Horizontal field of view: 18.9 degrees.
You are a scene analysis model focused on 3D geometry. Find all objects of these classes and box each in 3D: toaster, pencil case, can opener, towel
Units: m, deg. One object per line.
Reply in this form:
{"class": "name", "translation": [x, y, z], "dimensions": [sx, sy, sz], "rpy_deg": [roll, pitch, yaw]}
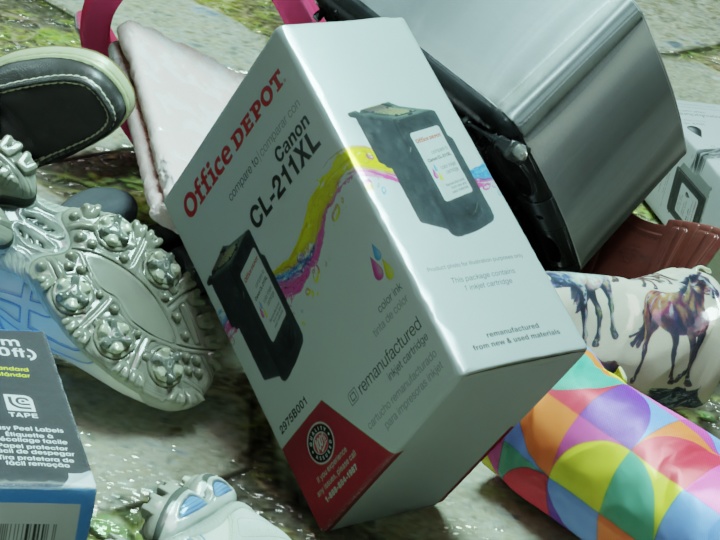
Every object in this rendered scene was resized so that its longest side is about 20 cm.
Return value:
{"class": "toaster", "translation": [0.086, -0.107, 1.255], "dimensions": [0.119, 0.181, 0.200], "rpy_deg": [-44, 56, -7]}
{"class": "pencil case", "translation": [0.104, 0.032, 1.180], "dimensions": [0.198, 0.090, 0.078], "rpy_deg": [3, -12, -20]}
{"class": "pencil case", "translation": [0.147, 0.106, 1.057], "dimensions": [0.088, 0.089, 0.200], "rpy_deg": [-12, 38, -41]}
{"class": "can opener", "translation": [-0.101, -0.021, 1.212], "dimensions": [0.053, 0.067, 0.199], "rpy_deg": [29, 30, 31]}
{"class": "towel", "translation": [-0.049, -0.050, 1.240], "dimensions": [0.199, 0.032, 0.192], "rpy_deg": [24, 27, -31]}

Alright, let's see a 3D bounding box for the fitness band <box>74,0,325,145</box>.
{"class": "fitness band", "translation": [-0.090, -0.130, 1.310], "dimensions": [0.142, 0.200, 0.038], "rpy_deg": [-16, 50, 12]}

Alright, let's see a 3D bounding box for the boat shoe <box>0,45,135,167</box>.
{"class": "boat shoe", "translation": [-0.216, -0.069, 1.204], "dimensions": [0.199, 0.073, 0.065], "rpy_deg": [-15, 35, 29]}

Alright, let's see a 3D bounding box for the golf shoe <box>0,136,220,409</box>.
{"class": "golf shoe", "translation": [-0.163, 0.007, 1.106], "dimensions": [0.200, 0.097, 0.078], "rpy_deg": [40, 51, -4]}

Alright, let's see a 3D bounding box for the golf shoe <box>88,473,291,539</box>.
{"class": "golf shoe", "translation": [-0.075, 0.151, 0.879], "dimensions": [0.097, 0.079, 0.200], "rpy_deg": [27, 30, 15]}

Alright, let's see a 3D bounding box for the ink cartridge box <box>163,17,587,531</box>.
{"class": "ink cartridge box", "translation": [0.000, 0.000, 1.045], "dimensions": [0.082, 0.146, 0.201], "rpy_deg": [-9, 60, -38]}

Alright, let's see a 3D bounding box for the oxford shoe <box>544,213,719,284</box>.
{"class": "oxford shoe", "translation": [0.158, -0.002, 1.324], "dimensions": [0.199, 0.071, 0.075], "rpy_deg": [23, -12, 38]}

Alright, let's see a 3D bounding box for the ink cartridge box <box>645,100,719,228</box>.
{"class": "ink cartridge box", "translation": [0.270, -0.039, 1.425], "dimensions": [0.115, 0.067, 0.200], "rpy_deg": [4, 27, -19]}

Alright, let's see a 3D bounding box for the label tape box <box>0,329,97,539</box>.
{"class": "label tape box", "translation": [-0.213, 0.067, 0.989], "dimensions": [0.143, 0.064, 0.200], "rpy_deg": [3, 28, -22]}
